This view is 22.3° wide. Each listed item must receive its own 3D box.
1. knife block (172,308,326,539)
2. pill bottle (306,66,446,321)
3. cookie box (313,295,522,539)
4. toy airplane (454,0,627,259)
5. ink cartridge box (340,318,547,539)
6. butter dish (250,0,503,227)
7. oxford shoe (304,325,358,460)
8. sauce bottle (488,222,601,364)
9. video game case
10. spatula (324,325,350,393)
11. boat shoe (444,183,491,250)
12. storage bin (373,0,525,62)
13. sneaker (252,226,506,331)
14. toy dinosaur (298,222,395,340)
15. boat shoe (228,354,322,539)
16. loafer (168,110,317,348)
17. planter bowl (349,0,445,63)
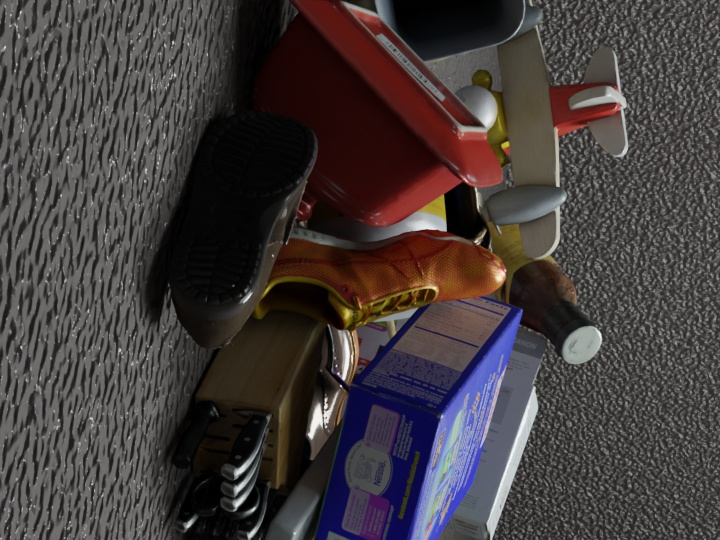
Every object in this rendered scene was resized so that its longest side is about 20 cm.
[{"bbox_3d":[-0.079,0.095,1.290,0.176,0.064,0.201,72,27,-72],"label":"knife block"},{"bbox_3d":[0.011,-0.066,1.462,0.112,0.111,0.201,62,22,-75],"label":"pill bottle"},{"bbox_3d":[0.043,0.126,1.370,0.200,0.075,0.172,-44,151,-60],"label":"cookie box"},{"bbox_3d":[0.140,-0.139,1.640,0.141,0.200,0.200,3,124,-49],"label":"toy airplane"},{"bbox_3d":[0.050,0.121,1.618,0.084,0.199,0.176,73,38,-70],"label":"ink cartridge box"},{"bbox_3d":[-0.010,-0.098,1.336,0.148,0.200,0.199,-45,174,12],"label":"butter dish"},{"bbox_3d":[-0.047,0.096,1.502,0.073,0.071,0.201,-44,138,-60],"label":"oxford shoe"},{"bbox_3d":[0.154,0.013,1.654,0.200,0.066,0.066,-125,-148,-53],"label":"sauce bottle"},{"bbox_3d":[-0.046,0.209,1.386,0.200,0.023,0.183,-53,165,-58],"label":"video game case"},{"bbox_3d":[-0.031,0.046,1.443,0.200,0.021,0.057,63,-10,-24],"label":"spatula"},{"bbox_3d":[0.074,-0.026,1.602,0.072,0.072,0.201,-28,122,-28],"label":"boat shoe"},{"bbox_3d":[0.049,-0.292,1.573,0.134,0.145,0.201,-106,-178,-74],"label":"storage bin"},{"bbox_3d":[0.010,0.014,1.353,0.073,0.199,0.077,96,-10,-56],"label":"sneaker"},{"bbox_3d":[0.000,0.000,1.547,0.101,0.058,0.200,58,-4,-31],"label":"toy dinosaur"},{"bbox_3d":[-0.062,0.154,1.447,0.070,0.066,0.201,-21,118,-80],"label":"boat shoe"},{"bbox_3d":[-0.083,-0.029,1.189,0.071,0.073,0.200,104,7,-45],"label":"loafer"},{"bbox_3d":[0.074,-0.286,1.742,0.200,0.134,0.201,8,90,-82],"label":"planter bowl"}]
